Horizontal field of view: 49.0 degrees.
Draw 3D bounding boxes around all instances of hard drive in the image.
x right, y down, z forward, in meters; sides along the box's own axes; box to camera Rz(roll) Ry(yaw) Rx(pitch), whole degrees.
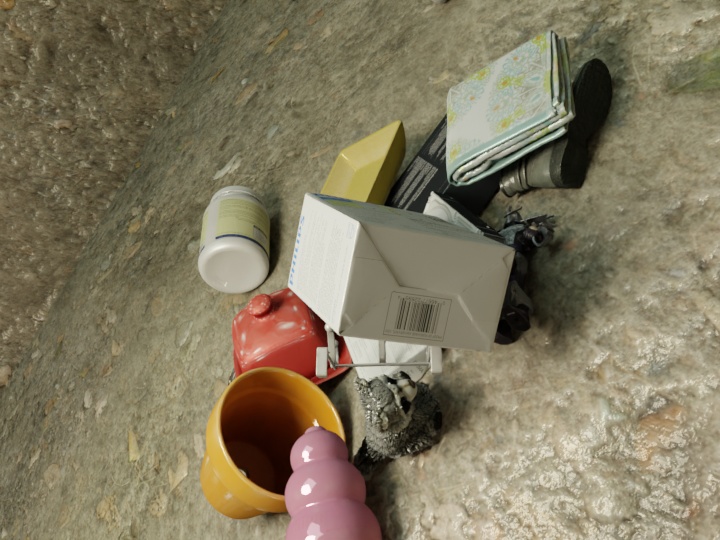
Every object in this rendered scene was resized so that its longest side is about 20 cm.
[{"bbox_3d":[0.118,-0.014,1.064,0.200,0.037,0.141,-124,49,-64],"label":"hard drive"}]

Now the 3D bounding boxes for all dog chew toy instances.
[{"bbox_3d":[-0.043,0.298,1.012,0.124,0.124,0.202,-35,53,33],"label":"dog chew toy"}]

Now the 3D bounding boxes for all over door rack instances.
[{"bbox_3d":[0.026,0.095,0.984,0.200,0.146,0.068,55,-148,-85],"label":"over door rack"}]

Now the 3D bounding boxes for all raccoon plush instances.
[{"bbox_3d":[0.020,0.212,1.004,0.097,0.133,0.202,37,110,35],"label":"raccoon plush"}]

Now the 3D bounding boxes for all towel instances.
[{"bbox_3d":[0.202,-0.223,1.090,0.199,0.048,0.173,-24,45,37],"label":"towel"}]

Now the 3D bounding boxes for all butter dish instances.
[{"bbox_3d":[-0.137,0.101,1.286,0.198,0.149,0.200,-26,35,1],"label":"butter dish"}]

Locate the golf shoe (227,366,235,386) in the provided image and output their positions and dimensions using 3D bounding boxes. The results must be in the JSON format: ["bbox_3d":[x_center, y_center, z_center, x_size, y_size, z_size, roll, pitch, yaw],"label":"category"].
[{"bbox_3d":[-0.194,0.209,1.395,0.095,0.077,0.201,-47,24,38],"label":"golf shoe"}]

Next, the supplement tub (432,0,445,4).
[{"bbox_3d":[0.182,-0.639,1.544,0.200,0.131,0.133,-42,34,22],"label":"supplement tub"}]

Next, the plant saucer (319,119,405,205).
[{"bbox_3d":[-0.004,-0.132,1.307,0.199,0.048,0.202,-16,46,58],"label":"plant saucer"}]

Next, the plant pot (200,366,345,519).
[{"bbox_3d":[-0.149,0.275,1.166,0.184,0.198,0.202,-50,28,42],"label":"plant pot"}]

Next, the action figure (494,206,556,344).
[{"bbox_3d":[0.195,-0.009,1.028,0.130,0.069,0.202,-33,36,43],"label":"action figure"}]

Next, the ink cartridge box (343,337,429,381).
[{"bbox_3d":[0.075,0.084,1.159,0.199,0.050,0.163,-34,34,5],"label":"ink cartridge box"}]

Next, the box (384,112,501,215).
[{"bbox_3d":[0.139,-0.142,1.215,0.201,0.079,0.141,-53,28,7],"label":"box"}]

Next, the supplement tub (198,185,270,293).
[{"bbox_3d":[-0.262,-0.068,1.656,0.145,0.144,0.201,-39,36,28],"label":"supplement tub"}]

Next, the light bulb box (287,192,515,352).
[{"bbox_3d":[0.039,-0.002,0.926,0.200,0.196,0.126,-146,67,-66],"label":"light bulb box"}]

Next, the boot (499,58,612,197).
[{"bbox_3d":[0.263,-0.199,1.098,0.130,0.067,0.202,4,67,55],"label":"boot"}]
